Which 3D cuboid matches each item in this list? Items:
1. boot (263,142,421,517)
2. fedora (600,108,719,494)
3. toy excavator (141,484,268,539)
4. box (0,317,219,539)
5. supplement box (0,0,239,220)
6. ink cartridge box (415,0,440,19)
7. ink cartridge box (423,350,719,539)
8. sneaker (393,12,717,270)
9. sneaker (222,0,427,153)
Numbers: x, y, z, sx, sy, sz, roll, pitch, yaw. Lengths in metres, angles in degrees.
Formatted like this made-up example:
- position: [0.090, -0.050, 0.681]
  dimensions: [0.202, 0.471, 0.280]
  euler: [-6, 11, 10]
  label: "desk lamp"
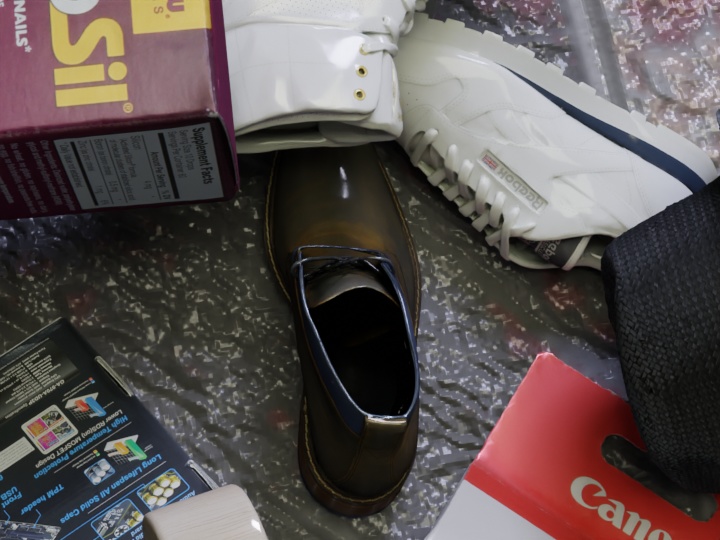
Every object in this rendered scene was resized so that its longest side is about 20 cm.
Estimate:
- position: [0.000, 0.000, 0.894]
  dimensions: [0.074, 0.097, 0.202]
  euler: [-4, 70, -11]
  label: "boot"
- position: [0.160, 0.034, 0.878]
  dimensions: [0.091, 0.201, 0.202]
  euler: [-18, 71, 10]
  label: "fedora"
- position: [-0.036, 0.190, 0.753]
  dimensions: [0.099, 0.200, 0.196]
  euler: [-17, 77, -16]
  label: "toy excavator"
- position: [-0.156, 0.129, 0.816]
  dimensions: [0.199, 0.046, 0.159]
  euler: [-34, 55, -20]
  label: "box"
- position: [-0.154, -0.094, 0.797]
  dimensions: [0.198, 0.103, 0.132]
  euler: [-6, 75, -2]
  label: "supplement box"
- position: [-0.040, -0.201, 0.981]
  dimensions: [0.115, 0.067, 0.202]
  euler: [-9, 71, -12]
  label: "ink cartridge box"
- position: [0.102, 0.149, 0.881]
  dimensions: [0.160, 0.050, 0.201]
  euler: [32, 69, 3]
  label: "ink cartridge box"
- position: [0.069, -0.052, 0.939]
  dimensions: [0.199, 0.076, 0.081]
  euler: [24, 74, -1]
  label: "sneaker"
- position: [0.014, -0.114, 0.889]
  dimensions: [0.198, 0.074, 0.117]
  euler: [-19, 77, -4]
  label: "sneaker"
